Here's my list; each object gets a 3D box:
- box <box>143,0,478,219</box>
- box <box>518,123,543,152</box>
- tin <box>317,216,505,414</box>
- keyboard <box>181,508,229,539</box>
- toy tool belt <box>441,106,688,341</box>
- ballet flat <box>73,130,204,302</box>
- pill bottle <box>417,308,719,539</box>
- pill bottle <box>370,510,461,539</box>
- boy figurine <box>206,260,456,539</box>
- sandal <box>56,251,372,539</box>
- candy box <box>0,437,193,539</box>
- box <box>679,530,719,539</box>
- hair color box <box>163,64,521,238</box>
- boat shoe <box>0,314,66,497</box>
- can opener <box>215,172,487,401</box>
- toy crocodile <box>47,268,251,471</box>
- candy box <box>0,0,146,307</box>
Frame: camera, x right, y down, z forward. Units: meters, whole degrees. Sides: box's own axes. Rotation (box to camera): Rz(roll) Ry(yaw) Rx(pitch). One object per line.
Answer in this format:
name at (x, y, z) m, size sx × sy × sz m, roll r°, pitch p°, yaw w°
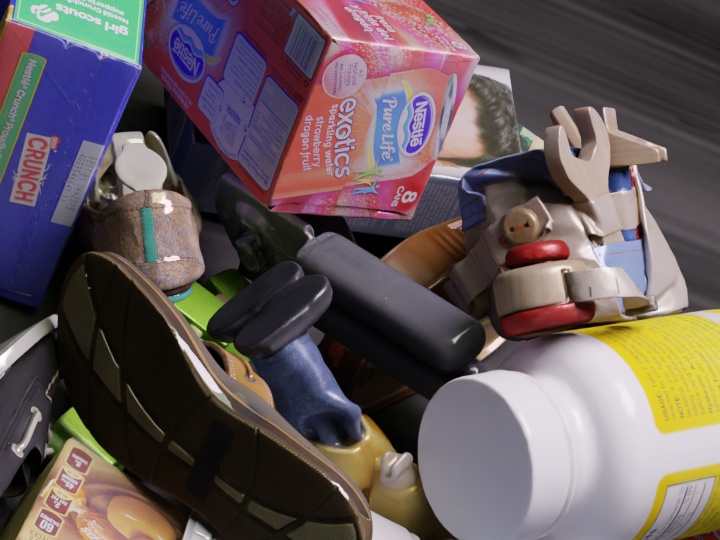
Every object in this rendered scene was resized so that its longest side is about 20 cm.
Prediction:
box at (-0.038, -0.121, 1.348) m, size 0.095 × 0.103 × 0.200 m, roll 5°, pitch 29°, yaw -35°
box at (0.039, -0.077, 1.603) m, size 0.200 × 0.036 × 0.144 m, roll 36°, pitch 34°, yaw -4°
tin at (0.048, 0.018, 1.429) m, size 0.042 × 0.112 × 0.200 m, roll 39°, pitch 31°, yaw 21°
keyboard at (-0.055, 0.124, 1.198) m, size 0.056 × 0.011 × 0.200 m, roll 35°, pitch 13°, yaw -6°
toy tool belt at (0.096, -0.029, 1.286) m, size 0.200 × 0.125 × 0.123 m, roll 6°, pitch 73°, yaw -75°
ballet flat at (-0.112, -0.035, 1.306) m, size 0.068 × 0.067 × 0.200 m, roll -10°, pitch 14°, yaw -12°
pill bottle at (0.129, 0.081, 1.249) m, size 0.200 × 0.111 × 0.111 m, roll -6°, pitch 52°, yaw -40°
pill bottle at (0.061, 0.198, 1.217) m, size 0.200 × 0.113 × 0.113 m, roll 29°, pitch 34°, yaw -13°
boy figurine at (0.004, 0.094, 1.271) m, size 0.200 × 0.064 × 0.124 m, roll 55°, pitch -14°, yaw -20°
sandal at (-0.065, 0.068, 1.183) m, size 0.200 × 0.082 × 0.055 m, roll 37°, pitch 27°, yaw 20°
candy box at (-0.122, 0.175, 1.125) m, size 0.115 × 0.055 × 0.200 m, roll 34°, pitch 32°, yaw -9°
box at (0.152, 0.146, 1.378) m, size 0.200 × 0.103 × 0.095 m, roll 28°, pitch 35°, yaw -11°
hair color box at (-0.010, -0.078, 1.484) m, size 0.200 × 0.061 × 0.099 m, roll 7°, pitch 49°, yaw -16°
boat shoe at (-0.175, 0.080, 1.177) m, size 0.060 × 0.074 × 0.200 m, roll 50°, pitch 23°, yaw -6°
can opener at (0.000, 0.000, 1.311) m, size 0.067 × 0.053 × 0.200 m, roll -32°, pitch 46°, yaw -30°
toy crocodile at (-0.101, 0.053, 1.300) m, size 0.068 × 0.062 × 0.200 m, roll 37°, pitch 37°, yaw 2°
candy box at (-0.168, -0.112, 1.328) m, size 0.077 × 0.169 × 0.200 m, roll 16°, pitch 38°, yaw -17°
